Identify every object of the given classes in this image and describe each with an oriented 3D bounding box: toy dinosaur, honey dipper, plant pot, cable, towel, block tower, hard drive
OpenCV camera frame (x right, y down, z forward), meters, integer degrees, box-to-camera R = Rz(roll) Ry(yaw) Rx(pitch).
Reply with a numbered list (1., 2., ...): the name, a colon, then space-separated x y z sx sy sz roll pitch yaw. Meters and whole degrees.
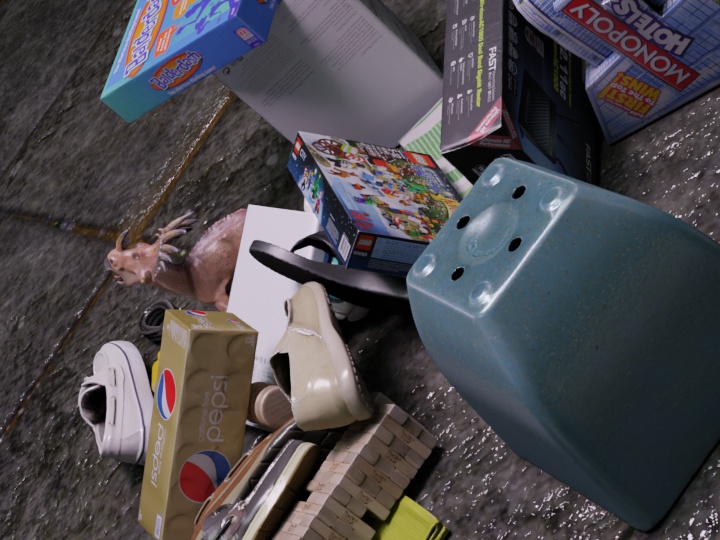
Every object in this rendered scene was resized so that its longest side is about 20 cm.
1. toy dinosaur: -0.134 -0.019 1.836 0.200 0.136 0.086 -36 20 -17
2. honey dipper: -0.119 0.113 1.726 0.038 0.038 0.200 -57 27 -13
3. plant pot: 0.151 0.029 1.348 0.196 0.200 0.196 -53 30 -5
4. cable: -0.189 0.060 1.924 0.097 0.050 0.200 -51 30 9
5. towel: -0.013 0.266 1.483 0.200 0.018 0.086 -52 30 -5
6. block tower: -0.016 0.193 1.516 0.200 0.054 0.058 -56 20 -16
7. hard drive: -0.084 0.043 1.748 0.132 0.025 0.200 10 88 57
8. towel: 0.118 -0.130 1.758 0.153 0.023 0.200 -46 29 6

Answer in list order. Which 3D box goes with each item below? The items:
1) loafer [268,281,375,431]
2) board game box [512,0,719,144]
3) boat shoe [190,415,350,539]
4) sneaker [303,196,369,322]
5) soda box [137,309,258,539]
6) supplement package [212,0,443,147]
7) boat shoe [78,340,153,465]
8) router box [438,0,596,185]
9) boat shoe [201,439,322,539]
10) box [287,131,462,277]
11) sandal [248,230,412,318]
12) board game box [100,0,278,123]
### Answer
1. loafer: -0.043 0.071 1.579 0.068 0.076 0.200 -22 24 -2
2. board game box: 0.230 -0.204 1.561 0.200 0.200 0.062 -44 25 39
3. boat shoe: -0.080 0.179 1.619 0.200 0.076 0.074 -47 26 3
4. sneaker: -0.004 -0.045 1.755 0.080 0.077 0.200 117 155 -43
5. soda box: -0.143 0.138 1.660 0.064 0.068 0.200 31 115 60
6. supplement package: -0.041 -0.218 1.893 0.152 0.200 0.151 -43 30 11
7. boat shoe: -0.252 0.131 1.897 0.200 0.066 0.072 -118 39 -54
8. router box: 0.136 -0.140 1.591 0.062 0.150 0.200 -21 46 30
9. boat shoe: -0.103 0.222 1.548 0.066 0.072 0.201 26 85 24
10. box: 0.027 -0.055 1.659 0.200 0.136 0.038 -121 44 -56
11. sandal: 0.001 0.001 1.642 0.200 0.075 0.048 16 74 16
12. board game box: -0.157 -0.245 1.833 0.200 0.045 0.152 -26 38 38
